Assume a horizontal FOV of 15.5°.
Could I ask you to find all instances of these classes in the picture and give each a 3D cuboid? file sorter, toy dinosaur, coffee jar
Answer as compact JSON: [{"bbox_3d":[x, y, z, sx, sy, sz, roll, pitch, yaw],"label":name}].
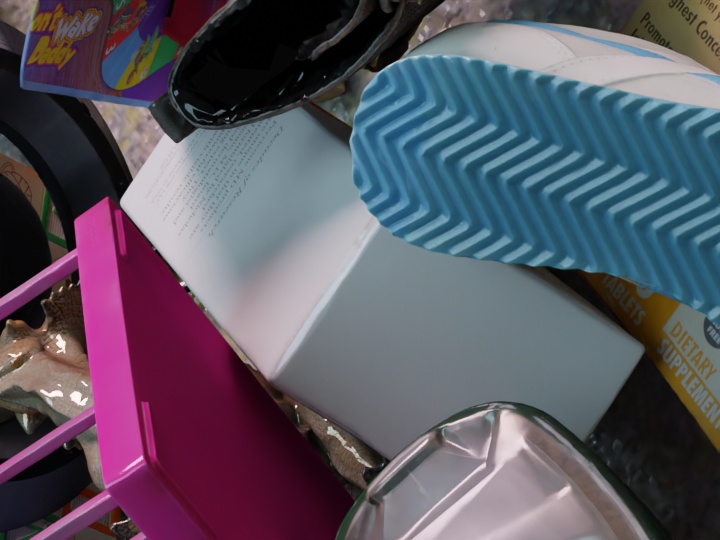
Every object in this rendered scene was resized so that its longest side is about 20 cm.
[{"bbox_3d":[-0.060,0.114,0.754,0.125,0.200,0.139,-32,29,9],"label":"file sorter"},{"bbox_3d":[-0.046,0.055,0.909,0.086,0.199,0.136,-61,8,5],"label":"toy dinosaur"},{"bbox_3d":[0.074,0.121,0.767,0.085,0.200,0.104,-42,54,2],"label":"coffee jar"}]

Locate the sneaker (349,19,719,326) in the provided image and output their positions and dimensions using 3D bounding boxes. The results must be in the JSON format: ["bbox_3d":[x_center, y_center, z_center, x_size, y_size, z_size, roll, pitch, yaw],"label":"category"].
[{"bbox_3d":[0.101,-0.024,0.728,0.199,0.081,0.077,20,113,8],"label":"sneaker"}]

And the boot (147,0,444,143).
[{"bbox_3d":[0.043,-0.110,0.769,0.200,0.174,0.069,-36,92,39],"label":"boot"}]

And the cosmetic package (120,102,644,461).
[{"bbox_3d":[0.000,0.000,0.858,0.071,0.101,0.200,-56,25,5],"label":"cosmetic package"}]

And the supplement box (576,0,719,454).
[{"bbox_3d":[0.150,-0.056,0.793,0.200,0.073,0.126,-54,54,25],"label":"supplement box"}]

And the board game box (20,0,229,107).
[{"bbox_3d":[-0.029,-0.109,0.828,0.039,0.200,0.158,35,99,12],"label":"board game box"}]

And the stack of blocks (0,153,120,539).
[{"bbox_3d":[-0.152,0.056,1.048,0.058,0.115,0.201,-24,51,40],"label":"stack of blocks"}]

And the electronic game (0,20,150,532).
[{"bbox_3d":[-0.150,-0.001,0.992,0.042,0.200,0.201,-10,78,40],"label":"electronic game"}]

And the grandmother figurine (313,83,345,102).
[{"bbox_3d":[-0.046,-0.162,1.011,0.121,0.060,0.201,-14,78,34],"label":"grandmother figurine"}]
